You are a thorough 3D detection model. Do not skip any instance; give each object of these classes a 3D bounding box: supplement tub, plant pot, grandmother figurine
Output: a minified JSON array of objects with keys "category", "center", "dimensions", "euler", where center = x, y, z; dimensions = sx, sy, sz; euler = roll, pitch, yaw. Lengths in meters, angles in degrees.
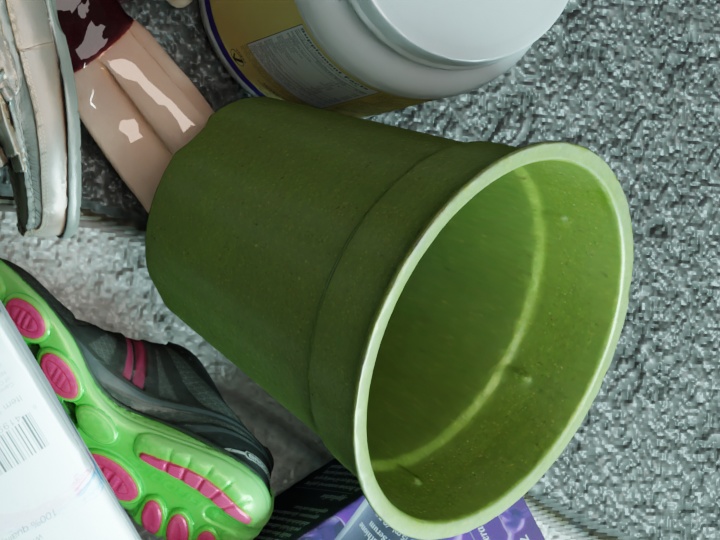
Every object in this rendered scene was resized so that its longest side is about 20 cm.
[{"category":"supplement tub","center":[0.013,-0.154,1.318],"dimensions":[0.145,0.200,0.146],"euler":[1,87,-22]},{"category":"plant pot","center":[0.000,0.000,1.282],"dimensions":[0.200,0.189,0.201],"euler":[-28,132,-37]},{"category":"grandmother figurine","center":[-0.133,-0.115,1.334],"dimensions":[0.200,0.060,0.121],"euler":[50,62,-16]}]

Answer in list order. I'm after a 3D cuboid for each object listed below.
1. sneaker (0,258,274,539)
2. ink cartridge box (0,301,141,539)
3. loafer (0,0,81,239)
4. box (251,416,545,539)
[{"category":"sneaker","center":[-0.127,0.066,1.326],"dimensions":[0.200,0.084,0.077],"euler":[41,115,-3]},{"category":"ink cartridge box","center":[-0.194,0.114,1.223],"dimensions":[0.147,0.086,0.201],"euler":[-30,122,-7]},{"category":"loafer","center":[-0.176,-0.112,1.264],"dimensions":[0.063,0.072,0.201],"euler":[-8,99,-22]},{"category":"box","center":[-0.001,0.185,1.347],"dimensions":[0.200,0.104,0.148],"euler":[-33,100,-21]}]
